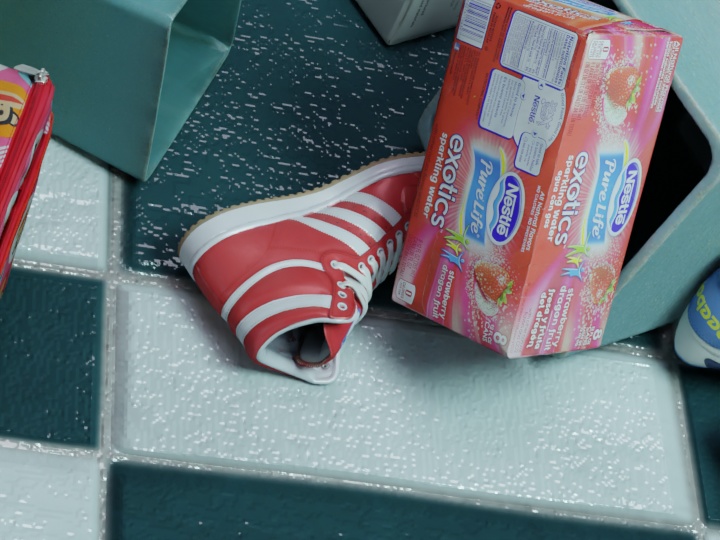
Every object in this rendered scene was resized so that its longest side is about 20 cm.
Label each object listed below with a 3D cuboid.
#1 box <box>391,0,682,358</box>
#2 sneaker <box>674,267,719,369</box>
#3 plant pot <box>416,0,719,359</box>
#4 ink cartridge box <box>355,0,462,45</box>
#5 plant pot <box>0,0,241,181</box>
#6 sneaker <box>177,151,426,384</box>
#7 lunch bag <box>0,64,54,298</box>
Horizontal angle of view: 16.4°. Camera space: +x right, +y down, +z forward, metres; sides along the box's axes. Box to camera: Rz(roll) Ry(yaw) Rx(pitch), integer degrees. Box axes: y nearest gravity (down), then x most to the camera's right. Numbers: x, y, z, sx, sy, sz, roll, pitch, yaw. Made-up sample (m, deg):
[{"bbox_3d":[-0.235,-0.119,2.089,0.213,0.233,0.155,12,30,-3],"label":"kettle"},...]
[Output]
[{"bbox_3d":[0.103,-0.059,1.477,0.099,0.201,0.095,26,20,39],"label":"box"},{"bbox_3d":[0.281,0.038,1.612,0.199,0.082,0.074,13,40,-38],"label":"sneaker"},{"bbox_3d":[0.196,-0.086,1.599,0.199,0.196,0.197,-6,55,-41],"label":"plant pot"},{"bbox_3d":[0.073,-0.255,1.747,0.199,0.088,0.146,-17,61,-33],"label":"ink cartridge box"},{"bbox_3d":[-0.187,-0.181,1.557,0.199,0.142,0.142,22,48,6],"label":"plant pot"},{"bbox_3d":[0.000,0.000,1.526,0.199,0.071,0.113,-18,58,-23],"label":"sneaker"},{"bbox_3d":[-0.231,-0.023,1.383,0.082,0.176,0.201,19,49,-6],"label":"lunch bag"}]
